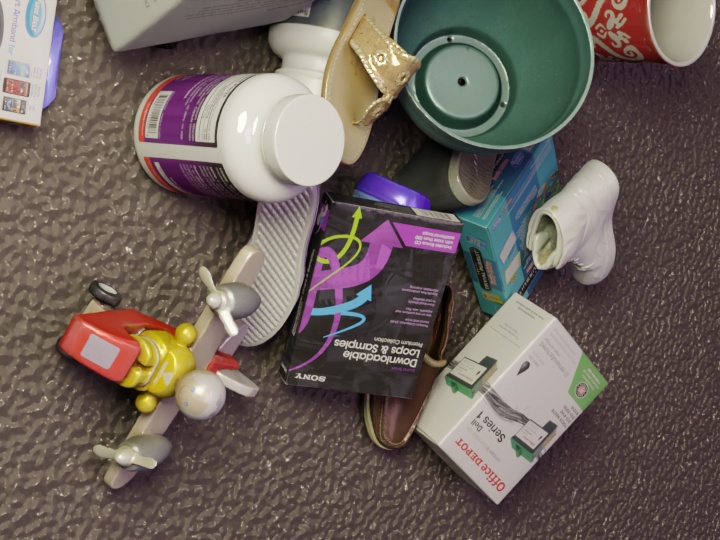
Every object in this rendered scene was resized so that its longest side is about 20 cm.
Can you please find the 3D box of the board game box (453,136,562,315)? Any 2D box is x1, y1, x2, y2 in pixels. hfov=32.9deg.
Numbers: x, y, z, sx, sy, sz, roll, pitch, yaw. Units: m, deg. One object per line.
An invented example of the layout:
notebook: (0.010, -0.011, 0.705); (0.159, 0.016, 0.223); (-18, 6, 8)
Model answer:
board game box: (0.179, -0.056, 1.419); (0.151, 0.047, 0.200); (-55, 150, -22)

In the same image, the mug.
mug: (0.301, -0.323, 1.432); (0.133, 0.200, 0.178); (32, 74, -40)

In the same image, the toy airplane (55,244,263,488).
toy airplane: (-0.161, 0.092, 1.108); (0.199, 0.141, 0.200); (-26, 132, -26)

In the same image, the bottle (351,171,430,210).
bottle: (0.000, 0.000, 1.281); (0.200, 0.083, 0.065); (-65, 157, 2)

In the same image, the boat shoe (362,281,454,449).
boat shoe: (0.057, 0.101, 1.349); (0.075, 0.075, 0.203); (14, 84, -29)

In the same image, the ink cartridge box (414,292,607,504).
ink cartridge box: (0.169, 0.151, 1.422); (0.200, 0.084, 0.146); (-47, 127, -5)

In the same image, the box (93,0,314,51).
box: (-0.125, -0.316, 1.031); (0.199, 0.171, 0.200); (-21, 90, -39)

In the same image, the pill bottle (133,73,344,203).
pill bottle: (-0.107, -0.119, 1.087); (0.112, 0.200, 0.113); (-8, 102, -42)

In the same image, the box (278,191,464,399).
box: (0.010, 0.029, 1.229); (0.143, 0.036, 0.200); (8, 110, -20)

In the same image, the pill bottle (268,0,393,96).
pill bottle: (-0.025, -0.252, 1.199); (0.120, 0.120, 0.200); (14, 87, -43)

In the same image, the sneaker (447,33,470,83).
sneaker: (0.119, -0.252, 1.360); (0.088, 0.076, 0.200); (31, 76, -41)

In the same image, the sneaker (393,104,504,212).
sneaker: (0.099, -0.144, 1.357); (0.075, 0.106, 0.200); (46, 47, -28)

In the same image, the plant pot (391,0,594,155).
plant pot: (0.117, -0.204, 1.229); (0.200, 0.134, 0.201); (2, 82, -11)

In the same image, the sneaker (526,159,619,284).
sneaker: (0.241, -0.031, 1.438); (0.116, 0.074, 0.200); (-38, 146, -20)

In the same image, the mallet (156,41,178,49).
mallet: (-0.230, -0.271, 1.067); (0.200, 0.041, 0.066); (33, 73, -36)

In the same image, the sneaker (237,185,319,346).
sneaker: (-0.081, -0.026, 1.214); (0.073, 0.114, 0.201); (22, 113, -6)

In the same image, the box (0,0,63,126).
box: (-0.327, -0.188, 0.985); (0.200, 0.041, 0.119); (7, 92, -41)

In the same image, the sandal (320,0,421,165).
sandal: (0.023, -0.200, 1.102); (0.078, 0.070, 0.212); (26, 71, -51)
